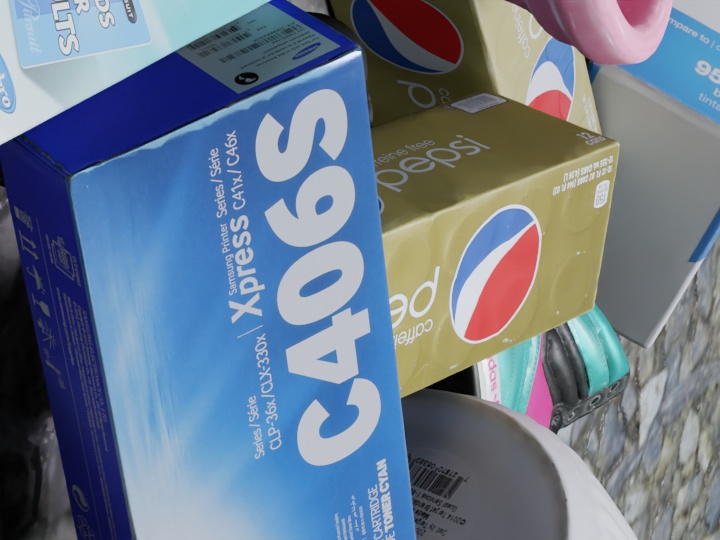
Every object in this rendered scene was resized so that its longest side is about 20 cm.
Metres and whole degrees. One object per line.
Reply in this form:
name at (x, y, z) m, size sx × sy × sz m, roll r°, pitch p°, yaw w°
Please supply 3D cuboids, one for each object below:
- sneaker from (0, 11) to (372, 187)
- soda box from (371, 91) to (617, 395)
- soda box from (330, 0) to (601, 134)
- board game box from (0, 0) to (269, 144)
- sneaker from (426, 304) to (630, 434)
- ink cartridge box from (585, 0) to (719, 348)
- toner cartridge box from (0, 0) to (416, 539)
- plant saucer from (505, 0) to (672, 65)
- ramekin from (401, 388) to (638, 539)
sneaker at (-0.051, -0.074, 0.809) m, size 0.200 × 0.076 × 0.091 m, roll -18°, pitch 110°, yaw -65°
soda box at (0.000, 0.000, 0.888) m, size 0.200 × 0.064 × 0.068 m, roll -21°, pitch 127°, yaw -45°
soda box at (0.037, -0.093, 0.996) m, size 0.068 × 0.064 × 0.200 m, roll -62°, pitch 152°, yaw -30°
board game box at (-0.081, -0.126, 0.678) m, size 0.200 × 0.047 × 0.151 m, roll -37°, pitch 111°, yaw -55°
sneaker at (0.057, 0.075, 1.106) m, size 0.121 × 0.083 × 0.201 m, roll -30°, pitch 128°, yaw -46°
ink cartridge box at (0.150, -0.089, 1.162) m, size 0.200 × 0.084 × 0.145 m, roll -57°, pitch 174°, yaw -38°
toner cartridge box at (-0.038, 0.032, 0.758) m, size 0.095 × 0.043 × 0.201 m, roll -26°, pitch 128°, yaw -25°
plant saucer at (0.062, -0.166, 0.859) m, size 0.200 × 0.051 × 0.201 m, roll -2°, pitch 90°, yaw -73°
ramekin at (0.010, 0.133, 0.897) m, size 0.200 × 0.200 × 0.105 m, roll -60°, pitch 140°, yaw -34°
